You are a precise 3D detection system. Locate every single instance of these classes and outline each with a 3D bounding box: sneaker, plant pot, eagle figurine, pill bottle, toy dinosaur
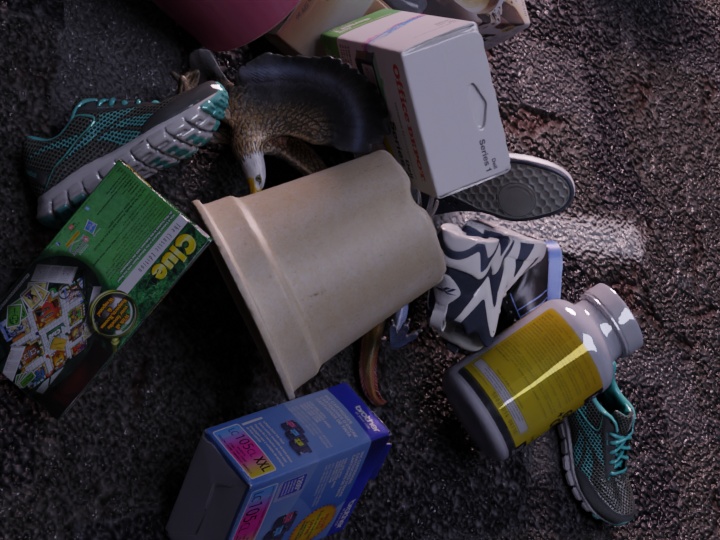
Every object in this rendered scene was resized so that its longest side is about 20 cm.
[{"bbox_3d":[0.141,-0.116,1.559,0.146,0.201,0.078,-56,144,-54],"label":"sneaker"},{"bbox_3d":[-0.029,-0.011,1.325,0.182,0.200,0.202,-26,92,-7],"label":"plant pot"},{"bbox_3d":[-0.085,-0.132,1.399,0.198,0.152,0.152,1,99,-13],"label":"eagle figurine"},{"bbox_3d":[-0.213,-0.123,1.281,0.199,0.078,0.092,-30,79,0],"label":"sneaker"},{"bbox_3d":[0.182,0.059,1.616,0.077,0.070,0.202,6,72,-21],"label":"sneaker"},{"bbox_3d":[0.124,0.021,1.521,0.199,0.079,0.131,-10,120,-67],"label":"sneaker"},{"bbox_3d":[0.192,0.101,1.520,0.199,0.112,0.113,-33,97,-9],"label":"pill bottle"},{"bbox_3d":[0.000,0.000,1.494,0.104,0.201,0.182,12,32,-18],"label":"toy dinosaur"},{"bbox_3d":[-0.148,-0.319,1.402,0.179,0.199,0.201,53,48,-33],"label":"plant pot"},{"bbox_3d":[0.270,0.185,1.622,0.077,0.091,0.202,-17,86,-41],"label":"sneaker"}]

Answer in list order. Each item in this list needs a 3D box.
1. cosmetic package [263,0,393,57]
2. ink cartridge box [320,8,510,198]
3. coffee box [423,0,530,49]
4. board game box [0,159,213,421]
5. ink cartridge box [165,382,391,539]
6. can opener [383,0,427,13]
[{"bbox_3d":[0.002,-0.228,1.524,0.199,0.087,0.104,36,89,-24],"label":"cosmetic package"},{"bbox_3d":[0.050,-0.164,1.399,0.083,0.200,0.146,-22,111,-17],"label":"ink cartridge box"},{"bbox_3d":[0.088,-0.319,1.656,0.199,0.080,0.114,-7,78,-41],"label":"coffee box"},{"bbox_3d":[-0.227,0.016,1.223,0.105,0.023,0.200,41,92,0],"label":"board game box"},{"bbox_3d":[-0.062,0.185,1.308,0.199,0.137,0.076,-17,52,-43],"label":"ink cartridge box"},{"bbox_3d":[-0.010,-0.339,1.539,0.199,0.053,0.067,30,60,12],"label":"can opener"}]
